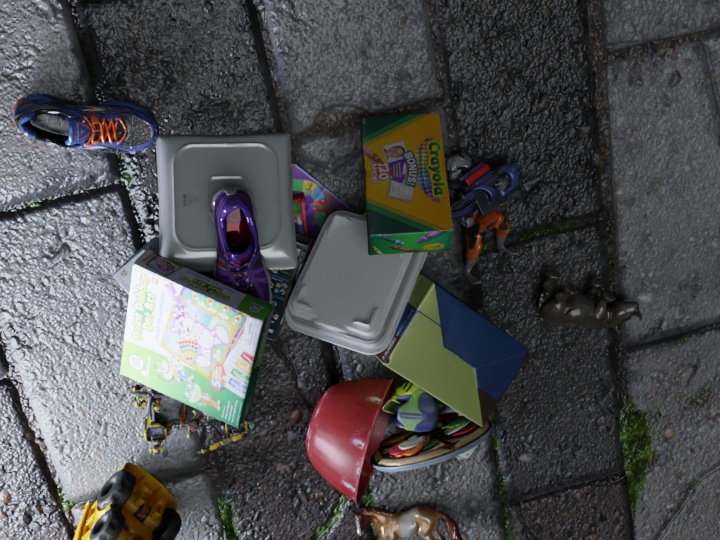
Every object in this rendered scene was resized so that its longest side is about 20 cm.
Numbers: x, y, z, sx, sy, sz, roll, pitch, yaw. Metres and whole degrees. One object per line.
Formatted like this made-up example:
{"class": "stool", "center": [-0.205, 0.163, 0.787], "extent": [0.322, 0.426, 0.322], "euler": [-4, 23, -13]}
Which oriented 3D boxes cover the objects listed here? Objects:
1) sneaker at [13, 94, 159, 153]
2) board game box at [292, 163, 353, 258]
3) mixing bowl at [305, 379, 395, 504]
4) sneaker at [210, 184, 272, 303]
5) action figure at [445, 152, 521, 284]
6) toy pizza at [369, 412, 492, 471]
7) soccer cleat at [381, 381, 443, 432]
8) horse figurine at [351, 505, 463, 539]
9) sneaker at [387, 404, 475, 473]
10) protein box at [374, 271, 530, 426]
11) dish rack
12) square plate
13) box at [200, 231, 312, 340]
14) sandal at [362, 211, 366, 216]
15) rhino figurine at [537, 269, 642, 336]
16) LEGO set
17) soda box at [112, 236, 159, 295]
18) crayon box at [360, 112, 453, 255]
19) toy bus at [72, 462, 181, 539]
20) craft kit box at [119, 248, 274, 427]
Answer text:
{"class": "sneaker", "center": [-0.375, -0.191, 1.197], "extent": [0.195, 0.079, 0.077], "euler": [1, 112, -11]}
{"class": "board game box", "center": [-0.099, -0.059, 1.325], "extent": [0.199, 0.039, 0.159], "euler": [37, 101, -22]}
{"class": "mixing bowl", "center": [-0.022, 0.257, 1.403], "extent": [0.106, 0.200, 0.204], "euler": [16, 110, 9]}
{"class": "sneaker", "center": [-0.165, -0.010, 1.179], "extent": [0.079, 0.084, 0.204], "euler": [-11, 113, -6]}
{"class": "action figure", "center": [0.157, -0.083, 1.337], "extent": [0.198, 0.104, 0.197], "euler": [-27, 112, -26]}
{"class": "toy pizza", "center": [0.104, 0.254, 1.338], "extent": [0.196, 0.200, 0.032], "euler": [-18, 93, -4]}
{"class": "soccer cleat", "center": [0.069, 0.206, 1.359], "extent": [0.082, 0.200, 0.066], "euler": [4, 89, -10]}
{"class": "horse figurine", "center": [0.090, 0.470, 1.563], "extent": [0.195, 0.050, 0.136], "euler": [-9, 96, 2]}
{"class": "sneaker", "center": [0.131, 0.297, 1.487], "extent": [0.199, 0.074, 0.116], "euler": [-40, 113, -4]}
{"class": "protein box", "center": [0.112, 0.099, 1.333], "extent": [0.197, 0.200, 0.136], "euler": [33, 92, -22]}
{"class": "dish rack", "center": [-0.008, 0.006, 1.248], "extent": [0.168, 0.044, 0.203], "euler": [16, 67, 19]}
{"class": "square plate", "center": [-0.189, -0.101, 1.242], "extent": [0.193, 0.028, 0.205], "euler": [-2, 78, -11]}
{"class": "box", "center": [-0.187, -0.005, 1.301], "extent": [0.196, 0.046, 0.162], "euler": [20, 108, -2]}
{"class": "sandal", "center": [0.000, 0.000, 1.336], "extent": [0.079, 0.087, 0.202], "euler": [18, 112, -47]}
{"class": "rhino figurine", "center": [0.383, 0.061, 1.458], "extent": [0.196, 0.060, 0.088], "euler": [11, 128, -16]}
{"class": "LEGO set", "center": [-0.259, 0.222, 1.363], "extent": [0.195, 0.116, 0.157], "euler": [4, 111, -12]}
{"class": "soda box", "center": [-0.261, 0.054, 1.268], "extent": [0.068, 0.064, 0.201], "euler": [-35, 103, 16]}
{"class": "crayon box", "center": [0.063, -0.124, 1.244], "extent": [0.116, 0.204, 0.059], "euler": [-3, 151, -1]}
{"class": "toy bus", "center": [-0.398, 0.439, 1.386], "extent": [0.191, 0.201, 0.136], "euler": [-36, 113, 13]}
{"class": "craft kit box", "center": [-0.229, 0.097, 1.209], "extent": [0.194, 0.049, 0.203], "euler": [24, 124, 10]}
